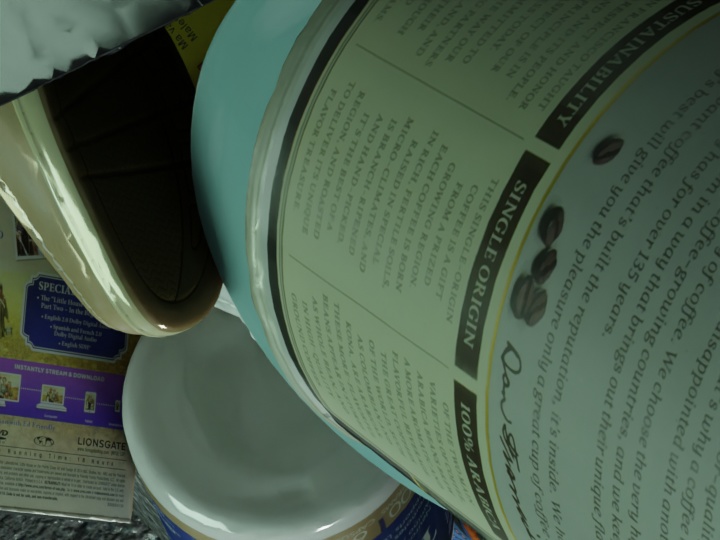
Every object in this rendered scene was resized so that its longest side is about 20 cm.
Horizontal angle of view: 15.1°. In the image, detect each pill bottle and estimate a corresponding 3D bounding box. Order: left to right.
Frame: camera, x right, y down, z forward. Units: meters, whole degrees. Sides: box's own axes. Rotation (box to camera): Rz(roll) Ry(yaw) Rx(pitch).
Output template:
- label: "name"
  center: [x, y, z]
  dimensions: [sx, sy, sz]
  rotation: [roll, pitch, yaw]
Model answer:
- label: "pill bottle"
  center: [-0.021, 0.084, 1.045]
  dimensions: [0.111, 0.111, 0.200]
  rotation: [43, 166, 22]

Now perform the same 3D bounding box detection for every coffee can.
- label: "coffee can"
  center: [0.087, 0.012, 0.538]
  dimensions: [0.200, 0.146, 0.146]
  rotation: [34, 163, 51]

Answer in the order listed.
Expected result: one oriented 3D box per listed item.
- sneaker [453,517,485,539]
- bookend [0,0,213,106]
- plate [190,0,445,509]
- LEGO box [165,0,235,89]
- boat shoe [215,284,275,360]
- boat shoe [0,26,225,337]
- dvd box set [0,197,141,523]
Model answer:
- label: "sneaker"
  center: [0.055, 0.097, 1.175]
  dimensions: [0.200, 0.075, 0.078]
  rotation: [36, 168, 51]
- label: "bookend"
  center: [-0.060, -0.139, 0.655]
  dimensions: [0.092, 0.199, 0.200]
  rotation: [52, -148, -24]
- label: "plate"
  center: [0.036, -0.002, 0.719]
  dimensions: [0.200, 0.026, 0.200]
  rotation: [17, 130, 22]
- label: "LEGO box"
  center: [-0.085, -0.127, 0.898]
  dimensions: [0.200, 0.077, 0.149]
  rotation: [50, 169, -14]
- label: "boat shoe"
  center: [0.000, 0.000, 0.807]
  dimensions: [0.200, 0.069, 0.072]
  rotation: [13, 134, 15]
- label: "boat shoe"
  center: [-0.106, -0.066, 0.788]
  dimensions: [0.072, 0.065, 0.200]
  rotation: [-27, -91, -57]
- label: "dvd box set"
  center: [-0.138, -0.014, 0.976]
  dimensions: [0.146, 0.200, 0.029]
  rotation: [10, 171, -44]
